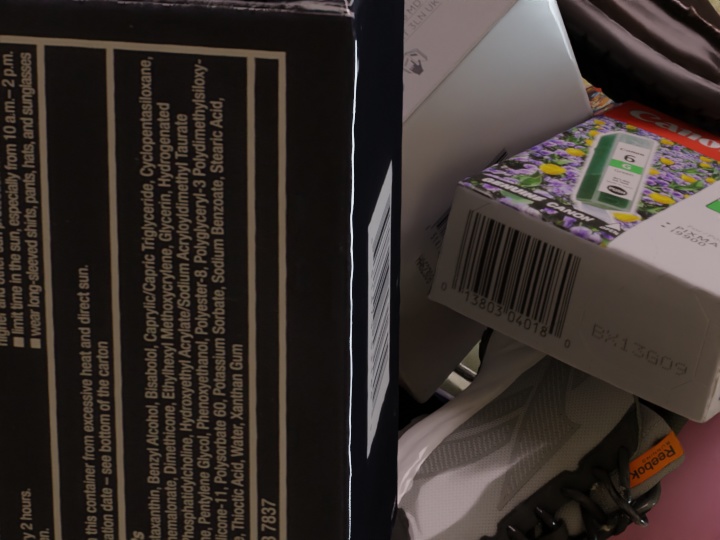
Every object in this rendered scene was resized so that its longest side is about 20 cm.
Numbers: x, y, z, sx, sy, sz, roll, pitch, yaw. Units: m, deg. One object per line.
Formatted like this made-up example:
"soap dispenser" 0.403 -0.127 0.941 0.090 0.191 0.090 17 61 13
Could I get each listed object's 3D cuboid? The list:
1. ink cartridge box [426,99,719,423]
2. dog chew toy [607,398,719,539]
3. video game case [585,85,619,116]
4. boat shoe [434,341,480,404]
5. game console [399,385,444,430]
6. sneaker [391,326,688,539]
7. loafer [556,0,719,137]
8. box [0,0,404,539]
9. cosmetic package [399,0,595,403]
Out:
"ink cartridge box" 0.122 -0.015 1.000 0.109 0.050 0.200 25 27 24
"dog chew toy" 0.157 0.105 1.098 0.200 0.125 0.125 29 21 -31
"video game case" 0.133 -0.045 1.301 0.036 0.181 0.200 59 13 -20
"boat shoe" 0.000 0.000 1.164 0.200 0.062 0.072 42 23 20
"game console" -0.056 0.042 1.054 0.200 0.031 0.177 41 28 19
"sneaker" 0.060 0.075 0.965 0.079 0.074 0.200 14 51 32
"loafer" 0.087 -0.119 1.046 0.200 0.071 0.073 36 -5 6
"box" -0.091 -0.002 0.756 0.198 0.200 0.123 4 23 6
"cosmetic package" -0.026 -0.083 1.029 0.200 0.123 0.199 39 -7 22
